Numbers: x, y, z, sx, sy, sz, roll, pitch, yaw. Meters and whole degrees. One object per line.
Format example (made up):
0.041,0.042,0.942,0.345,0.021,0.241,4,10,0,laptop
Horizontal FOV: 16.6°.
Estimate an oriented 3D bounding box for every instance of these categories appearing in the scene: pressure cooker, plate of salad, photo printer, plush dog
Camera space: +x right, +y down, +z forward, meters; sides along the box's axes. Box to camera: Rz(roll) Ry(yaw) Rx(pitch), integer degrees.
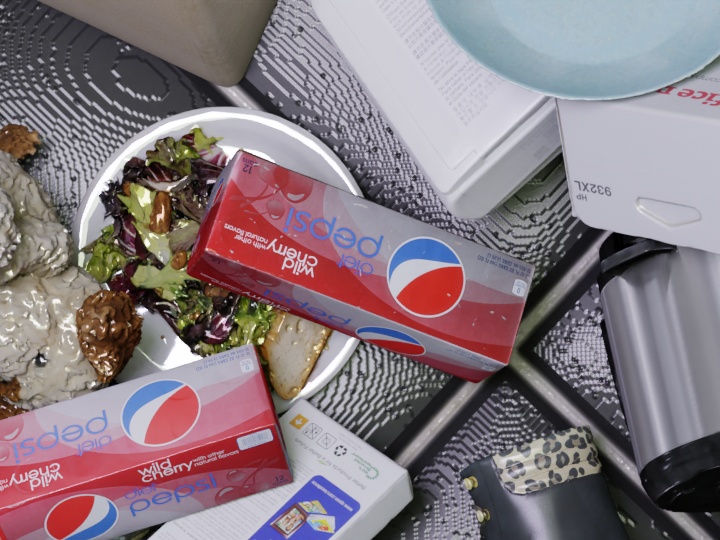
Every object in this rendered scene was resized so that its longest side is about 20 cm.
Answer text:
0.233,0.029,1.466,0.177,0.176,0.202,-12,74,3,pressure cooker
-0.088,-0.004,1.557,0.198,0.048,0.202,0,87,4,plate of salad
0.068,-0.156,1.510,0.166,0.069,0.200,-43,60,14,photo printer
-0.218,0.013,1.530,0.199,0.160,0.172,-26,100,44,plush dog

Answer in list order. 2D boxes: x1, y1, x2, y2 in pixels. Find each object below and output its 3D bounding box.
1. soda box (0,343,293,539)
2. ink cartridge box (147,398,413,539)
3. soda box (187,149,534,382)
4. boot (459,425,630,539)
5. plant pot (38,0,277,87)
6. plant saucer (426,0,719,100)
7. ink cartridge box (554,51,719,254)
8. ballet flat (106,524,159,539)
-0.146,0.114,1.498,0.198,0.064,0.070,-17,49,-2,soda box
-0.069,0.170,1.496,0.094,0.037,0.200,32,60,33,ink cartridge box
0.000,0.000,1.509,0.199,0.063,0.070,21,73,-9,soda box
0.083,0.198,1.527,0.202,0.073,0.155,-23,79,6,boot
-0.134,-0.251,1.509,0.199,0.177,0.201,25,89,5,plant pot
0.130,-0.177,1.383,0.199,0.039,0.203,-2,66,4,plant saucer
0.227,-0.097,1.397,0.144,0.200,0.084,13,128,40,ink cartridge box
-0.204,0.177,1.554,0.199,0.072,0.073,-11,86,3,ballet flat
